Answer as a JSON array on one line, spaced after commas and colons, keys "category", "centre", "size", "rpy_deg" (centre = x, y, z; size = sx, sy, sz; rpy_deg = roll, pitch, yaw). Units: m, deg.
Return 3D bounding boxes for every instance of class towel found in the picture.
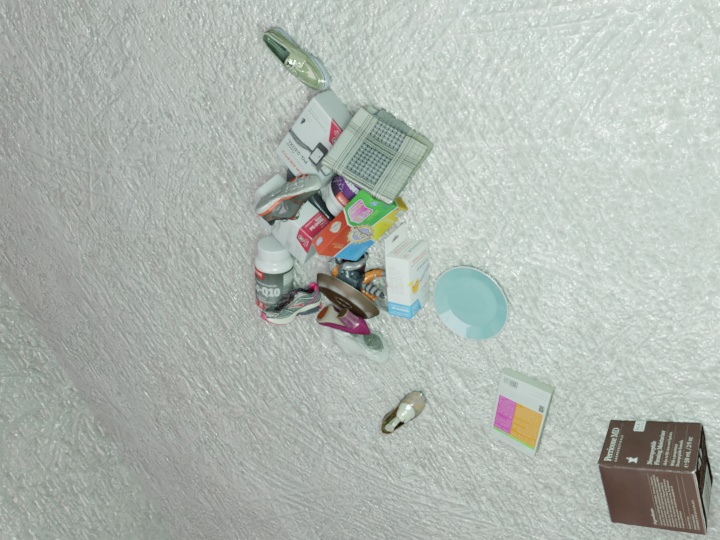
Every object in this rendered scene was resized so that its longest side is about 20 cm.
[{"category": "towel", "centre": [0.041, -0.265, 1.411], "size": [0.190, 0.201, 0.035], "rpy_deg": [32, 158, 10]}]

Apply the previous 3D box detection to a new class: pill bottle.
[{"category": "pill bottle", "centre": [-0.003, -0.212, 1.522], "size": [0.113, 0.112, 0.200], "rpy_deg": [48, 131, 2]}, {"category": "pill bottle", "centre": [-0.248, 0.012, 1.816], "size": [0.112, 0.114, 0.204], "rpy_deg": [19, 125, 24]}]

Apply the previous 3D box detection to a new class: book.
[{"category": "book", "centre": [0.404, 0.358, 1.602], "size": [0.132, 0.048, 0.204], "rpy_deg": [21, 124, 27]}]

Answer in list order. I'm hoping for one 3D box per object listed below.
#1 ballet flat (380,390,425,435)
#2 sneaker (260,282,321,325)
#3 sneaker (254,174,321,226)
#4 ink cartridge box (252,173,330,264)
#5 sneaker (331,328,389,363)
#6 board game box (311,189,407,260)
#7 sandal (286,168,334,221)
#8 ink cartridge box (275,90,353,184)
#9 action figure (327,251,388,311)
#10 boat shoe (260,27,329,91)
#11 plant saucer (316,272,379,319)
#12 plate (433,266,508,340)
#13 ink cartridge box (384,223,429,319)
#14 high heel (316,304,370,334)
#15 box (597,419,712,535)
[{"category": "ballet flat", "centre": [0.119, 0.419, 1.817], "size": [0.068, 0.067, 0.201], "rpy_deg": [42, 131, 7]}, {"category": "sneaker", "centre": [-0.196, 0.092, 1.775], "size": [0.080, 0.198, 0.076], "rpy_deg": [26, 126, 40]}, {"category": "sneaker", "centre": [-0.165, -0.169, 1.562], "size": [0.197, 0.078, 0.082], "rpy_deg": [-20, 124, 29]}, {"category": "ink cartridge box", "centre": [-0.186, -0.137, 1.685], "size": [0.200, 0.083, 0.146], "rpy_deg": [43, 152, 7]}, {"category": "sneaker", "centre": [0.000, 0.213, 1.791], "size": [0.198, 0.077, 0.101], "rpy_deg": [31, 136, 29]}, {"category": "board game box", "centre": [-0.001, -0.108, 1.523], "size": [0.200, 0.152, 0.041], "rpy_deg": [-44, 61, 27]}, {"category": "sandal", "centre": [-0.127, -0.195, 1.671], "size": [0.075, 0.043, 0.202], "rpy_deg": [-15, 115, 52]}, {"category": "ink cartridge box", "centre": [-0.098, -0.309, 1.544], "size": [0.146, 0.083, 0.200], "rpy_deg": [49, 131, 2]}, {"category": "action figure", "centre": [0.000, 0.000, 1.647], "size": [0.190, 0.105, 0.204], "rpy_deg": [19, 123, 19]}, {"category": "boat shoe", "centre": [-0.159, -0.496, 1.507], "size": [0.199, 0.062, 0.072], "rpy_deg": [43, 131, 6]}, {"category": "plant saucer", "centre": [-0.040, 0.075, 1.686], "size": [0.198, 0.032, 0.201], "rpy_deg": [31, 166, 8]}, {"category": "plate", "centre": [0.271, 0.078, 1.551], "size": [0.197, 0.026, 0.204], "rpy_deg": [17, 124, 26]}, {"category": "ink cartridge box", "centre": [0.117, 0.000, 1.555], "size": [0.067, 0.115, 0.204], "rpy_deg": [10, 120, 29]}, {"category": "high heel", "centre": [-0.053, 0.148, 1.750], "size": [0.096, 0.068, 0.199], "rpy_deg": [42, 163, -21]}, {"category": "box", "centre": [0.653, 0.449, 1.396], "size": [0.197, 0.166, 0.167], "rpy_deg": [-7, 112, 36]}]
